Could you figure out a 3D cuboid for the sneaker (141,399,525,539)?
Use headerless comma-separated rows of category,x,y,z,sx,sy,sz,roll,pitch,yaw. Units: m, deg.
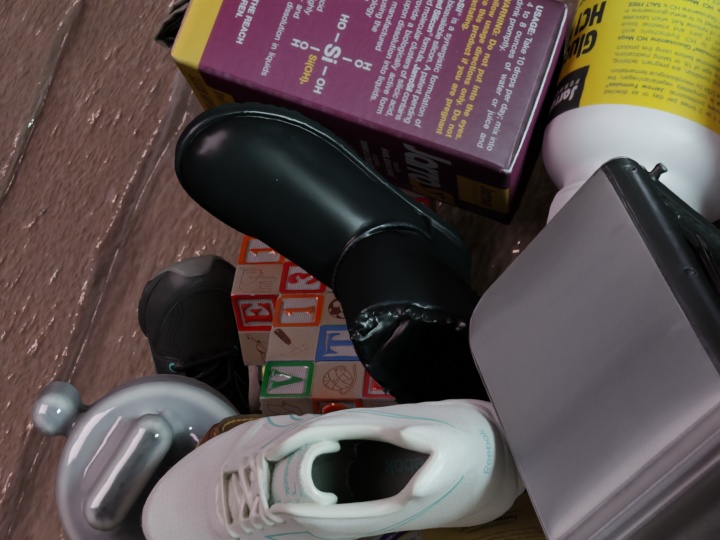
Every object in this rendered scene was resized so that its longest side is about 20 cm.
sneaker,-0.027,0.093,0.778,0.199,0.080,0.071,-17,75,29

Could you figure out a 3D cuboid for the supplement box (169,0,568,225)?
supplement box,0.009,-0.115,0.979,0.199,0.131,0.104,19,80,9

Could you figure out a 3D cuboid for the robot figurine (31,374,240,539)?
robot figurine,-0.112,0.117,0.973,0.113,0.169,0.200,-53,5,-5

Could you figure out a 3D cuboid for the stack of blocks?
stack of blocks,-0.016,0.025,1.028,0.114,0.059,0.201,-2,41,7

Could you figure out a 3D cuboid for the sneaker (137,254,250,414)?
sneaker,-0.094,0.073,1.095,0.075,0.201,0.079,-14,49,-13

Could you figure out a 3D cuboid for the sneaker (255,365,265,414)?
sneaker,-0.020,0.075,1.080,0.085,0.078,0.201,-11,37,0

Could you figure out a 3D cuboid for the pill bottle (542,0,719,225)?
pill bottle,0.163,-0.095,0.937,0.112,0.112,0.201,-8,58,47

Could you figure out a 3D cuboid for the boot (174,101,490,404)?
boot,-0.001,0.000,0.884,0.074,0.198,0.163,-53,24,17

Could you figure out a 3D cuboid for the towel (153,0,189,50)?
towel,-0.034,-0.229,1.138,0.192,0.035,0.200,-28,13,28

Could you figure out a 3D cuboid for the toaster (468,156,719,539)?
toaster,0.161,0.075,0.755,0.119,0.180,0.200,-44,36,19

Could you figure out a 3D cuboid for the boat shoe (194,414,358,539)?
boat shoe,0.013,0.101,0.888,0.072,0.199,0.068,-102,32,-48

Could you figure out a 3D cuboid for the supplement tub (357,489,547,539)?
supplement tub,0.079,0.203,0.785,0.145,0.145,0.201,-41,39,22
